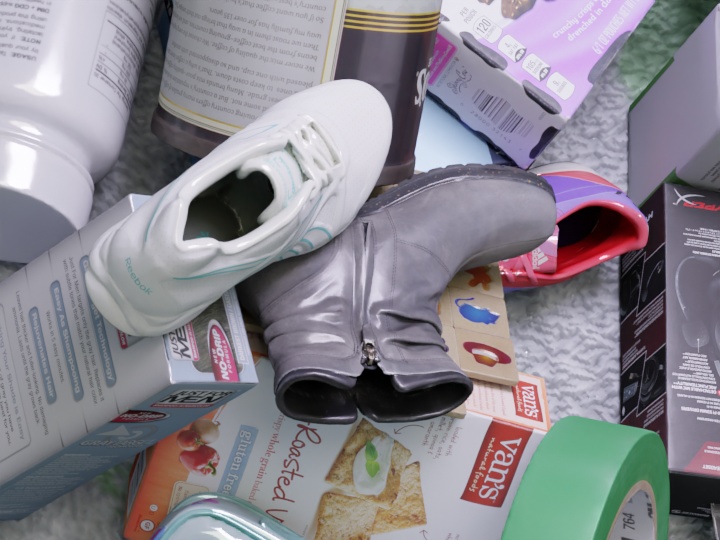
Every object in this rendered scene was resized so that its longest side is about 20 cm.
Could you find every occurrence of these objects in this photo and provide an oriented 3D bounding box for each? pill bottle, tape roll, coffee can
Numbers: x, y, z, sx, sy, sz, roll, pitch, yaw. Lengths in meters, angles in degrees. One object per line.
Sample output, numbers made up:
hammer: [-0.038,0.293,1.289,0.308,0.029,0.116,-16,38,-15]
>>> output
pill bottle: [-0.179,-0.114,1.286,0.113,0.113,0.201,16,64,-10]
tape roll: [0.112,0.178,1.208,0.048,0.201,0.202,9,61,20]
coffee can: [-0.025,-0.160,1.234,0.145,0.146,0.202,7,105,-14]

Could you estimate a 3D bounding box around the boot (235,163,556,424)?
boot: [0.030,0.019,1.185,0.199,0.070,0.132,-10,50,-22]

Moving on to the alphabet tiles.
alphabet tiles: [0.000,0.000,1.242,0.165,0.006,0.201,12,38,-15]

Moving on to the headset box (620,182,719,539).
headset box: [0.232,0.063,1.361,0.148,0.077,0.202,8,67,-13]

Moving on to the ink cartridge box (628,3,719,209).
ink cartridge box: [0.278,-0.077,1.395,0.198,0.145,0.085,9,66,-14]

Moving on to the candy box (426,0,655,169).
candy box: [0.073,-0.189,1.370,0.200,0.072,0.168,37,62,0]

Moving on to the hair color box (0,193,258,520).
hair color box: [-0.146,0.048,1.178,0.060,0.199,0.100,4,64,-45]

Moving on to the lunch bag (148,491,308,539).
lunch bag: [-0.041,0.215,1.183,0.199,0.077,0.161,33,88,-3]

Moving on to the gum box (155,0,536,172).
gum box: [-0.013,-0.122,1.381,0.199,0.045,0.171,-9,71,-20]

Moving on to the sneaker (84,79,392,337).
sneaker: [-0.040,-0.038,1.105,0.071,0.080,0.200,52,50,-2]

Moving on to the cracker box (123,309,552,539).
cracker box: [-0.013,0.100,1.233,0.199,0.135,0.058,14,30,-11]

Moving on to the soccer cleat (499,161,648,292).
soccer cleat: [0.072,-0.014,1.336,0.199,0.073,0.069,-16,115,-25]
